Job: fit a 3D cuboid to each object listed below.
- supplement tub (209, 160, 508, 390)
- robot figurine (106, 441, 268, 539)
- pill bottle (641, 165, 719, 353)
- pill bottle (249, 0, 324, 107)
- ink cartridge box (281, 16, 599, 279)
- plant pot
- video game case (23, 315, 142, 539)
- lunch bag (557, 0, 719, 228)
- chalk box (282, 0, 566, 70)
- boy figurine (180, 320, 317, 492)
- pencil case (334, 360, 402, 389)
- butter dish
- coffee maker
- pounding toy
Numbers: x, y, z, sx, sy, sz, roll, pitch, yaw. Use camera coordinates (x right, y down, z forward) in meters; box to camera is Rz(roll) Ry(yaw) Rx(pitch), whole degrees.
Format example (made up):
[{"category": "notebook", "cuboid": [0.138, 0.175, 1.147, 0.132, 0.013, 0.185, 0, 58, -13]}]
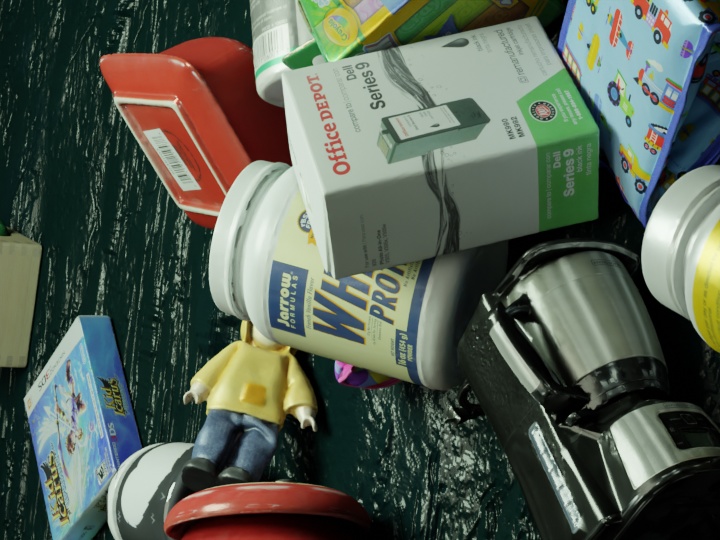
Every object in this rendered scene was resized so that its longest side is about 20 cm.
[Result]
[{"category": "supplement tub", "cuboid": [-0.001, -0.002, 1.252, 0.198, 0.145, 0.147, 15, 101, 19]}, {"category": "robot figurine", "cuboid": [-0.161, 0.224, 1.553, 0.199, 0.149, 0.126, -3, 97, 56]}, {"category": "pill bottle", "cuboid": [0.261, 0.013, 0.953, 0.200, 0.113, 0.116, 33, 114, 52]}, {"category": "pill bottle", "cuboid": [-0.043, -0.252, 1.436, 0.113, 0.112, 0.203, -21, 69, 53]}, {"category": "ink cartridge box", "cuboid": [0.054, -0.089, 1.170, 0.147, 0.198, 0.085, -110, 10, -45]}, {"category": "plant pot", "cuboid": [-0.079, 0.280, 1.368, 0.200, 0.199, 0.185, -29, 57, 51]}, {"category": "video game case", "cuboid": [-0.315, 0.184, 1.862, 0.182, 0.045, 0.202, -51, 48, 42]}, {"category": "lunch bag", "cuboid": [0.193, -0.138, 1.108, 0.151, 0.093, 0.201, 64, 147, 34]}, {"category": "chalk box", "cuboid": [0.031, -0.202, 1.256, 0.200, 0.124, 0.125, -40, 52, 21]}, {"category": "boy figurine", "cuboid": [-0.092, 0.111, 1.484, 0.065, 0.123, 0.202, 95, -167, -60]}, {"category": "pencil case", "cuboid": [0.000, 0.000, 1.374, 0.088, 0.088, 0.202, -43, 52, 45]}, {"category": "butter dish", "cuboid": [-0.118, -0.145, 1.524, 0.199, 0.148, 0.201, 11, 137, 55]}, {"category": "coffee maker", "cuboid": [0.156, 0.112, 1.113, 0.193, 0.133, 0.201, 98, 155, -51]}, {"category": "pounding toy", "cuboid": [-0.507, 0.001, 2.080, 0.183, 0.141, 0.203, 21, 104, 54]}]
